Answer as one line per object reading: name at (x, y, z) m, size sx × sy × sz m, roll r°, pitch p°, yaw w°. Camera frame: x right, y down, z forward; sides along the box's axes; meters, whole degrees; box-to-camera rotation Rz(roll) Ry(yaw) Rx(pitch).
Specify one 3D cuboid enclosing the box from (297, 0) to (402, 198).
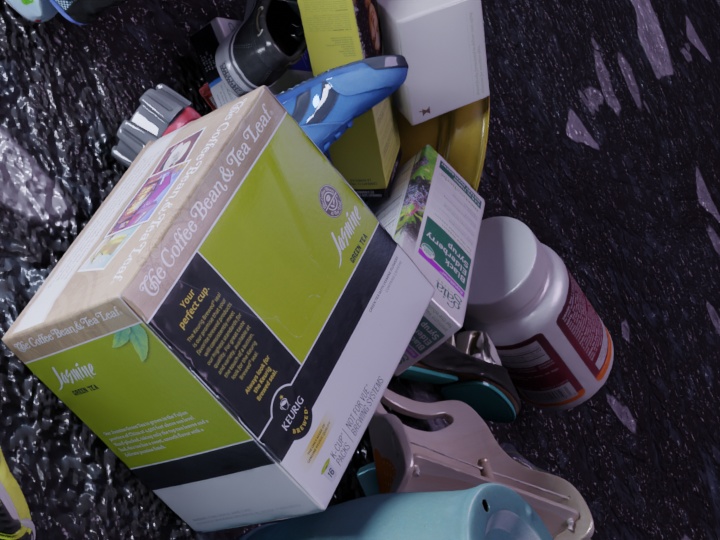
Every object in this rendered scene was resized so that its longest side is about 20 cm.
box at (-0.007, -0.161, 1.197) m, size 0.076 × 0.050 × 0.201 m, roll -72°, pitch 157°, yaw -49°

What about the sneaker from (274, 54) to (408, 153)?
sneaker at (-0.047, -0.105, 1.119) m, size 0.066 × 0.198 × 0.079 m, roll 112°, pitch -46°, yaw -87°

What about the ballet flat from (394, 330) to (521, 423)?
ballet flat at (0.087, 0.081, 1.288) m, size 0.199 × 0.067 × 0.069 m, roll 29°, pitch 62°, yaw -47°

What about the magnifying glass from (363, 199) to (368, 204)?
magnifying glass at (0.000, 0.000, 1.228) m, size 0.079 × 0.022 × 0.202 m, roll 35°, pitch 38°, yaw -40°

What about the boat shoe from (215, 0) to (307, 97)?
boat shoe at (-0.063, -0.206, 1.190) m, size 0.069 × 0.056 × 0.201 m, roll 50°, pitch 31°, yaw -20°

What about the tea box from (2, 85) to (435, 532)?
tea box at (-0.085, 0.028, 0.932) m, size 0.197 × 0.133 × 0.201 m, roll 50°, pitch 47°, yaw -23°

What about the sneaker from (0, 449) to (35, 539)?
sneaker at (-0.232, 0.069, 0.760) m, size 0.201 × 0.075 × 0.076 m, roll 58°, pitch 28°, yaw -12°

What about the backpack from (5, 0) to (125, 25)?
backpack at (-0.221, -0.290, 1.017) m, size 0.201 × 0.146 × 0.184 m, roll 54°, pitch 30°, yaw -23°

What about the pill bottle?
pill bottle at (0.161, 0.042, 1.375) m, size 0.200 × 0.113 × 0.115 m, roll 49°, pitch 28°, yaw -46°

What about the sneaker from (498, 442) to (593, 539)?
sneaker at (0.178, 0.233, 1.319) m, size 0.200 × 0.073 × 0.081 m, roll 50°, pitch 27°, yaw -25°

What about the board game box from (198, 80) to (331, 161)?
board game box at (-0.061, -0.103, 1.262) m, size 0.201 × 0.019 × 0.103 m, roll 53°, pitch 30°, yaw -17°

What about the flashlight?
flashlight at (-0.085, -0.056, 1.049) m, size 0.199 × 0.068 × 0.068 m, roll 35°, pitch 48°, yaw 3°

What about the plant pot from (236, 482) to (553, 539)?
plant pot at (0.034, 0.234, 0.946) m, size 0.200 × 0.187 × 0.201 m, roll 39°, pitch 36°, yaw -35°

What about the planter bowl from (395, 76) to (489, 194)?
planter bowl at (0.049, -0.124, 1.352) m, size 0.083 × 0.201 × 0.202 m, roll 7°, pitch 52°, yaw -16°

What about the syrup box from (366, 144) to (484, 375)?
syrup box at (0.044, -0.012, 1.201) m, size 0.079 × 0.081 × 0.201 m, roll 42°, pitch 30°, yaw -16°

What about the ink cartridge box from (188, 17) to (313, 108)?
ink cartridge box at (-0.064, -0.162, 1.249) m, size 0.199 × 0.039 × 0.100 m, roll -6°, pitch 70°, yaw -59°

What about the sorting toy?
sorting toy at (0.065, 0.155, 1.176) m, size 0.199 × 0.107 × 0.181 m, roll 23°, pitch 29°, yaw -32°

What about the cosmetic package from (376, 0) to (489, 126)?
cosmetic package at (0.032, -0.230, 1.283) m, size 0.200 × 0.084 × 0.108 m, roll -127°, pitch -159°, yaw -46°
